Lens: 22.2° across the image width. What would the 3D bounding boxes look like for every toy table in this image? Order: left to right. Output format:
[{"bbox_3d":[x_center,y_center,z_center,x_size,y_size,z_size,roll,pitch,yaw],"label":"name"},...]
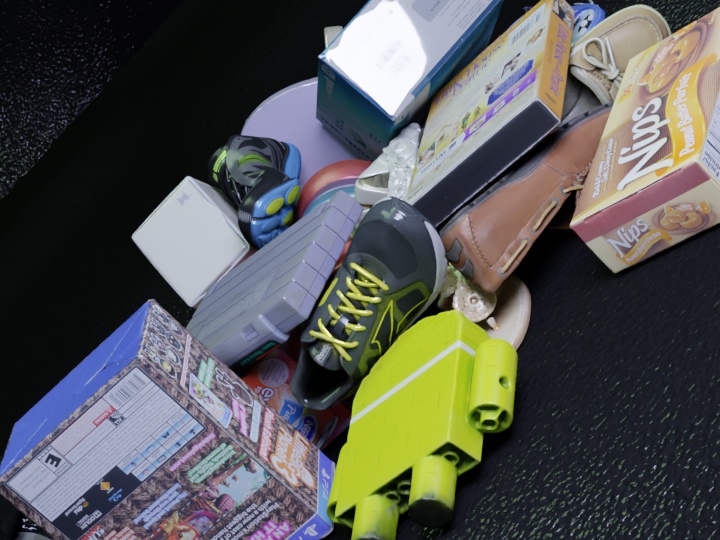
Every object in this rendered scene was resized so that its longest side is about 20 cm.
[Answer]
[{"bbox_3d":[-0.014,-0.131,1.745,0.117,0.199,0.185,-97,13,-72],"label":"toy table"}]

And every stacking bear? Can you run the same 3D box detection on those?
[{"bbox_3d":[0.000,0.000,1.530,0.121,0.114,0.200,-38,25,18],"label":"stacking bear"}]

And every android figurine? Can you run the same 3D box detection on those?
[{"bbox_3d":[0.040,0.109,1.290,0.182,0.041,0.201,-40,25,34],"label":"android figurine"}]

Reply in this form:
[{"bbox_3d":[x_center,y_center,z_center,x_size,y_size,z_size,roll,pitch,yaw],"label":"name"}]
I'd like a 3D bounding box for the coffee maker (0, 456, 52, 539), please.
[{"bbox_3d":[-0.333,0.251,1.608,0.135,0.191,0.200,-58,13,18],"label":"coffee maker"}]

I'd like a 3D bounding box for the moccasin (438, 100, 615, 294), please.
[{"bbox_3d":[0.148,-0.056,1.368,0.201,0.078,0.074,-40,-3,-31],"label":"moccasin"}]

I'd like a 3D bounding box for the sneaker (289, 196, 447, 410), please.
[{"bbox_3d":[0.004,0.034,1.357,0.085,0.074,0.201,-42,-22,-44],"label":"sneaker"}]

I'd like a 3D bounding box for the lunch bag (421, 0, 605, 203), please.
[{"bbox_3d":[0.142,-0.144,1.561,0.200,0.076,0.160,-51,21,-9],"label":"lunch bag"}]

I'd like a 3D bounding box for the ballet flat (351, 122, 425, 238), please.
[{"bbox_3d":[0.025,-0.051,1.469,0.072,0.072,0.201,-36,30,28],"label":"ballet flat"}]

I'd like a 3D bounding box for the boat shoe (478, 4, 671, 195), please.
[{"bbox_3d":[0.168,-0.127,1.442,0.200,0.073,0.063,-41,5,6],"label":"boat shoe"}]

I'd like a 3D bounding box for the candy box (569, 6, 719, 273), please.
[{"bbox_3d":[0.228,-0.100,1.304,0.115,0.055,0.200,-30,26,41],"label":"candy box"}]

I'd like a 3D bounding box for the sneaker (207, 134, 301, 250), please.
[{"bbox_3d":[-0.096,-0.071,1.597,0.200,0.082,0.071,-97,26,-69],"label":"sneaker"}]

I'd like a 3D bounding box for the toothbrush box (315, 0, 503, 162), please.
[{"bbox_3d":[0.038,-0.181,1.573,0.147,0.085,0.200,-49,-4,-10],"label":"toothbrush box"}]

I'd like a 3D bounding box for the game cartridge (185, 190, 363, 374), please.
[{"bbox_3d":[-0.082,0.027,1.445,0.200,0.038,0.130,-34,26,46],"label":"game cartridge"}]

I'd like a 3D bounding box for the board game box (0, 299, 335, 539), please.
[{"bbox_3d":[-0.143,0.153,1.372,0.159,0.200,0.097,-40,18,17],"label":"board game box"}]

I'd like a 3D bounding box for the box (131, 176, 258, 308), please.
[{"bbox_3d":[-0.116,-0.013,1.668,0.078,0.095,0.200,-45,-20,8],"label":"box"}]

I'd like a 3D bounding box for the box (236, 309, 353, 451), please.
[{"bbox_3d":[-0.076,0.086,1.527,0.100,0.095,0.200,-43,18,10],"label":"box"}]

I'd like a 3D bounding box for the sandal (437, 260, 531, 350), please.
[{"bbox_3d":[0.078,-0.001,1.409,0.078,0.070,0.212,-39,20,21],"label":"sandal"}]

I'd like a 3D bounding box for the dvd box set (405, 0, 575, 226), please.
[{"bbox_3d":[0.102,-0.126,1.429,0.146,0.029,0.200,-40,17,27],"label":"dvd box set"}]
